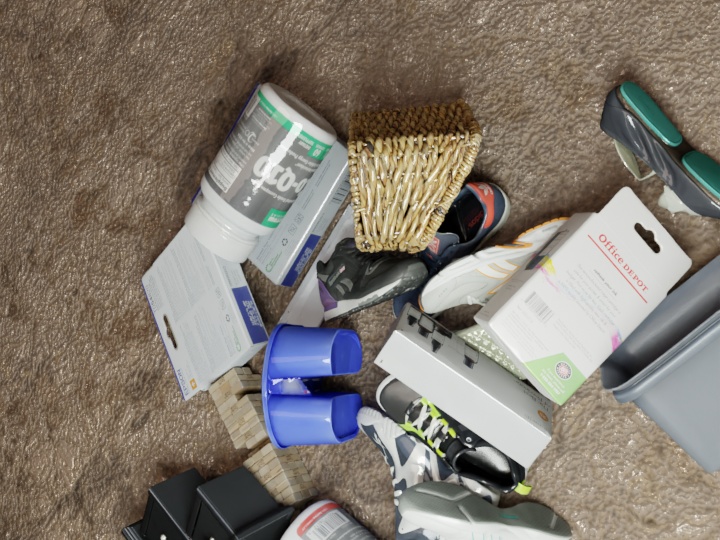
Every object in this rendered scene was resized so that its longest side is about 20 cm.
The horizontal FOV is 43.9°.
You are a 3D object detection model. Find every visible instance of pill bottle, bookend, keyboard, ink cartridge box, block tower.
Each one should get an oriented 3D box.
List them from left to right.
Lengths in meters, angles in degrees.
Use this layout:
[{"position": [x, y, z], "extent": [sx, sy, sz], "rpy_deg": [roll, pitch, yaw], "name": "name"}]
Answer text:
[{"position": [-0.217, 0.051, 1.223], "extent": [0.199, 0.040, 0.203], "rpy_deg": [-37, 71, 44], "name": "ink cartridge box"}, {"position": [-0.200, 0.321, 1.137], "extent": [0.198, 0.091, 0.203], "rpy_deg": [41, 126, 29], "name": "bookend"}, {"position": [-0.126, -0.118, 1.103], "extent": [0.113, 0.112, 0.201], "rpy_deg": [44, 107, 27], "name": "pill bottle"}, {"position": [-0.126, 0.226, 1.164], "extent": [0.057, 0.054, 0.202], "rpy_deg": [-37, 68, 22], "name": "block tower"}, {"position": [-0.113, -0.116, 1.194], "extent": [0.199, 0.040, 0.202], "rpy_deg": [40, 105, 29], "name": "ink cartridge box"}, {"position": [-0.043, 0.010, 1.167], "extent": [0.056, 0.011, 0.202], "rpy_deg": [37, 104, 23], "name": "keyboard"}, {"position": [0.000, 0.372, 1.036], "extent": [0.198, 0.115, 0.118], "rpy_deg": [34, 101, 29], "name": "pill bottle"}, {"position": [0.229, 0.022, 0.923], "extent": [0.200, 0.067, 0.117], "rpy_deg": [-44, 96, -2], "name": "ink cartridge box"}]

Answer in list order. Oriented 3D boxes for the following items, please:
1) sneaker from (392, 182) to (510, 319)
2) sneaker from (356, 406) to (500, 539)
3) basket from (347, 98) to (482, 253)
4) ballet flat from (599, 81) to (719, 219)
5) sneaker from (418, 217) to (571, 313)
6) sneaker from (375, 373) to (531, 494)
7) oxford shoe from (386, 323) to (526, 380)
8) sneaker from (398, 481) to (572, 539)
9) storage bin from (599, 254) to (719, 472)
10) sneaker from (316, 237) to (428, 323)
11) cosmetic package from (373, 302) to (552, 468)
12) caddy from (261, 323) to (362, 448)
[{"position": [0.090, -0.022, 1.044], "extent": [0.075, 0.084, 0.202], "rpy_deg": [40, 105, 27], "name": "sneaker"}, {"position": [0.052, 0.257, 1.038], "extent": [0.197, 0.079, 0.131], "rpy_deg": [32, 92, 19], "name": "sneaker"}, {"position": [0.063, -0.101, 1.010], "extent": [0.145, 0.201, 0.146], "rpy_deg": [-5, 110, 1], "name": "basket"}, {"position": [0.323, -0.109, 0.932], "extent": [0.073, 0.073, 0.201], "rpy_deg": [-45, 71, 18], "name": "ballet flat"}, {"position": [0.162, 0.017, 0.980], "extent": [0.196, 0.076, 0.094], "rpy_deg": [-23, 82, 5], "name": "sneaker"}, {"position": [0.104, 0.176, 0.980], "extent": [0.197, 0.083, 0.073], "rpy_deg": [29, 107, 7], "name": "sneaker"}, {"position": [0.124, 0.096, 1.028], "extent": [0.196, 0.058, 0.077], "rpy_deg": [-13, 103, 21], "name": "oxford shoe"}, {"position": [0.126, 0.283, 0.947], "extent": [0.071, 0.196, 0.082], "rpy_deg": [-108, 39, -67], "name": "sneaker"}, {"position": [0.350, 0.085, 0.861], "extent": [0.199, 0.146, 0.135], "rpy_deg": [-42, 93, 20], "name": "storage bin"}, {"position": [0.000, 0.000, 1.055], "extent": [0.199, 0.075, 0.089], "rpy_deg": [-24, 84, 55], "name": "sneaker"}, {"position": [0.114, 0.121, 0.964], "extent": [0.198, 0.083, 0.051], "rpy_deg": [34, 115, -1], "name": "cosmetic package"}, {"position": [-0.063, 0.135, 1.062], "extent": [0.102, 0.200, 0.145], "rpy_deg": [-2, 84, 13], "name": "caddy"}]
